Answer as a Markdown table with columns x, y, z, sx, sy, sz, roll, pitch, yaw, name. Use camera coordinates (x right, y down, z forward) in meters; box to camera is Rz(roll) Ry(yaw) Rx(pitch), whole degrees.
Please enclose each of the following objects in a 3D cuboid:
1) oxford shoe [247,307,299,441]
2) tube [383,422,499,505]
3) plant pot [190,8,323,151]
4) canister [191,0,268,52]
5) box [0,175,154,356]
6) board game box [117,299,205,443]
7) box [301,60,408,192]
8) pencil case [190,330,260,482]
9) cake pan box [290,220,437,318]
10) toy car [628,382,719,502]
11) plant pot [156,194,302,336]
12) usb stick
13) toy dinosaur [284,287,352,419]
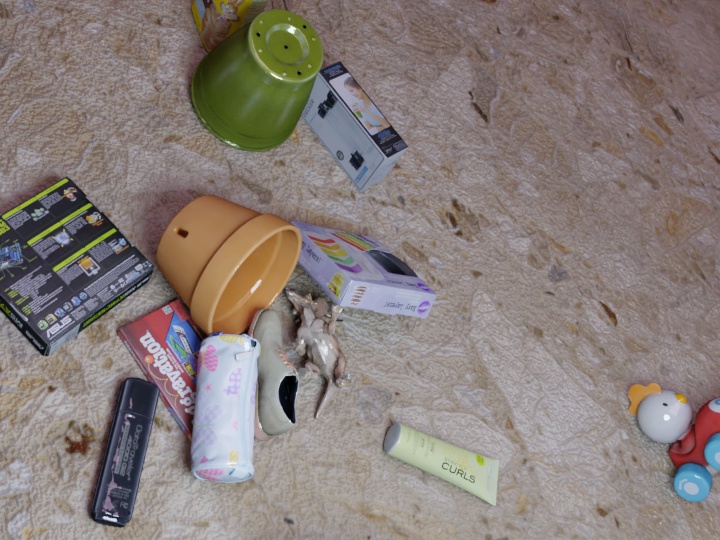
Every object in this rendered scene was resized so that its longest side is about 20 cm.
| x | y | z | sx | sy | sz | roll | pitch | yaw | name |
| --- | --- | --- | --- | --- | --- | --- | --- | --- | --- |
| -0.119 | 0.144 | 1.298 | 0.071 | 0.074 | 0.201 | 27 | 50 | -50 | oxford shoe |
| 0.132 | 0.292 | 1.377 | 0.199 | 0.052 | 0.058 | 27 | 93 | -18 | tube |
| -0.156 | -0.327 | 1.474 | 0.200 | 0.193 | 0.201 | 9 | 69 | -25 | plant pot |
| -0.220 | -0.485 | 1.553 | 0.086 | 0.200 | 0.149 | -9 | 66 | -32 | canister |
| -0.427 | -0.011 | 1.255 | 0.193 | 0.048 | 0.200 | 44 | 52 | 4 | box |
| -0.248 | 0.145 | 1.275 | 0.103 | 0.019 | 0.200 | -30 | 79 | -36 | board game box |
| -0.018 | -0.253 | 1.580 | 0.060 | 0.117 | 0.200 | -31 | 81 | -35 | box |
| -0.180 | 0.187 | 1.217 | 0.083 | 0.090 | 0.201 | 44 | 41 | -53 | pencil case |
| 0.000 | 0.000 | 1.398 | 0.199 | 0.052 | 0.184 | 11 | 26 | -42 | cake pan box |
| 0.566 | 0.259 | 1.567 | 0.200 | 0.177 | 0.184 | 37 | 39 | 12 | toy car |
| -0.200 | -0.018 | 1.301 | 0.140 | 0.200 | 0.200 | 36 | 49 | 16 | plant pot |
| -0.309 | 0.235 | 1.179 | 0.055 | 0.033 | 0.201 | 22 | 53 | -24 | usb stick |
| -0.057 | 0.117 | 1.363 | 0.085 | 0.136 | 0.201 | -12 | 90 | -1 | toy dinosaur |
